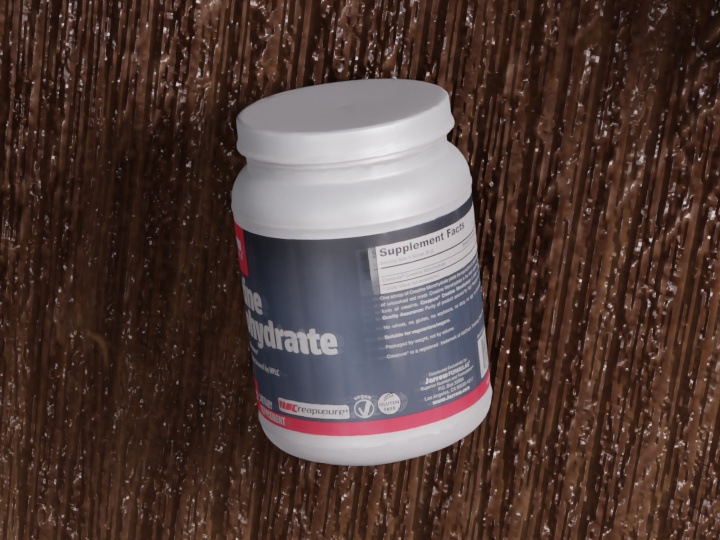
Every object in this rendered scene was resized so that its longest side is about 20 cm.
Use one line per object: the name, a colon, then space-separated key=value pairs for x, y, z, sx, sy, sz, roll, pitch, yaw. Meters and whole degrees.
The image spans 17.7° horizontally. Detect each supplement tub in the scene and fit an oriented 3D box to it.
supplement tub: x=0.000 y=0.000 z=1.346 sx=0.140 sy=0.140 sz=0.200 roll=0 pitch=109 yaw=20
